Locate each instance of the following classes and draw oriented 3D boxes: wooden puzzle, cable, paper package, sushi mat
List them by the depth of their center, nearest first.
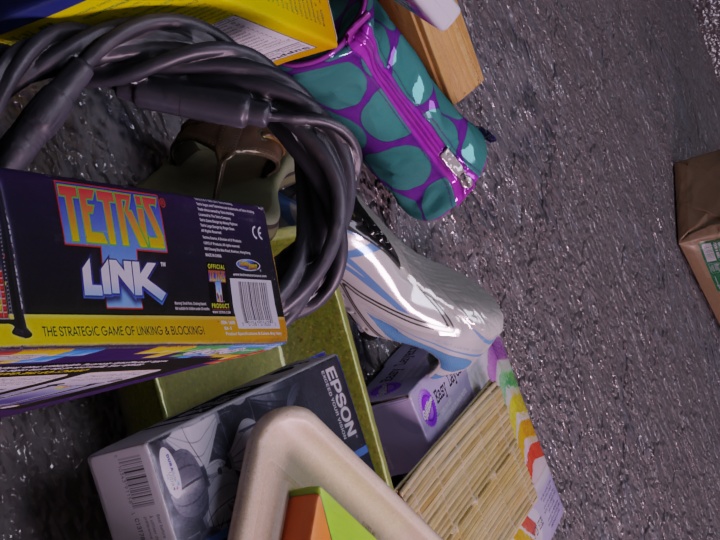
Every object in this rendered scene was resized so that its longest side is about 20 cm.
[{"bbox_3d":[-0.005,0.186,0.628,0.185,0.037,0.200,49,43,-42],"label":"wooden puzzle"},{"bbox_3d":[-0.093,-0.038,0.648,0.200,0.051,0.163,-15,78,-24],"label":"cable"},{"bbox_3d":[0.071,0.145,0.926,0.200,0.012,0.096,-36,110,-63],"label":"sushi mat"},{"bbox_3d":[0.530,-0.046,2.059,0.200,0.103,0.191,56,29,-37],"label":"paper package"}]

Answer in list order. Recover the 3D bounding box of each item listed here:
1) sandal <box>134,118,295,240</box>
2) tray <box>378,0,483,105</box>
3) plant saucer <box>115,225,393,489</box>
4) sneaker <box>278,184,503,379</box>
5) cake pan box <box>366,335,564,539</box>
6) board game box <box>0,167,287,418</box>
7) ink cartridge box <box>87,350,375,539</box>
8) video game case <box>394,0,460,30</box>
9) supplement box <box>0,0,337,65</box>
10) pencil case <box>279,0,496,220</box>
[{"bbox_3d":[-0.072,-0.064,0.775,0.201,0.080,0.057,-69,167,-66],"label":"sandal"},{"bbox_3d":[0.020,-0.214,1.024,0.099,0.037,0.200,39,-16,39],"label":"tray"},{"bbox_3d":[-0.059,0.083,0.750,0.200,0.048,0.200,-12,87,-64],"label":"plant saucer"},{"bbox_3d":[0.000,0.000,0.894,0.200,0.072,0.072,37,19,-19],"label":"sneaker"},{"bbox_3d":[0.072,0.137,1.008,0.185,0.052,0.200,68,25,-9],"label":"cake pan box"},{"bbox_3d":[-0.143,0.017,0.468,0.200,0.165,0.057,5,73,-65],"label":"board game box"},{"bbox_3d":[-0.039,0.101,0.676,0.200,0.039,0.100,-23,95,-60],"label":"ink cartridge box"},{"bbox_3d":[-0.040,-0.243,0.898,0.182,0.024,0.200,40,0,38],"label":"video game case"},{"bbox_3d":[-0.111,-0.163,0.723,0.200,0.109,0.110,6,70,-65],"label":"supplement box"},{"bbox_3d":[0.016,-0.120,0.997,0.085,0.092,0.200,-51,136,-6],"label":"pencil case"}]
